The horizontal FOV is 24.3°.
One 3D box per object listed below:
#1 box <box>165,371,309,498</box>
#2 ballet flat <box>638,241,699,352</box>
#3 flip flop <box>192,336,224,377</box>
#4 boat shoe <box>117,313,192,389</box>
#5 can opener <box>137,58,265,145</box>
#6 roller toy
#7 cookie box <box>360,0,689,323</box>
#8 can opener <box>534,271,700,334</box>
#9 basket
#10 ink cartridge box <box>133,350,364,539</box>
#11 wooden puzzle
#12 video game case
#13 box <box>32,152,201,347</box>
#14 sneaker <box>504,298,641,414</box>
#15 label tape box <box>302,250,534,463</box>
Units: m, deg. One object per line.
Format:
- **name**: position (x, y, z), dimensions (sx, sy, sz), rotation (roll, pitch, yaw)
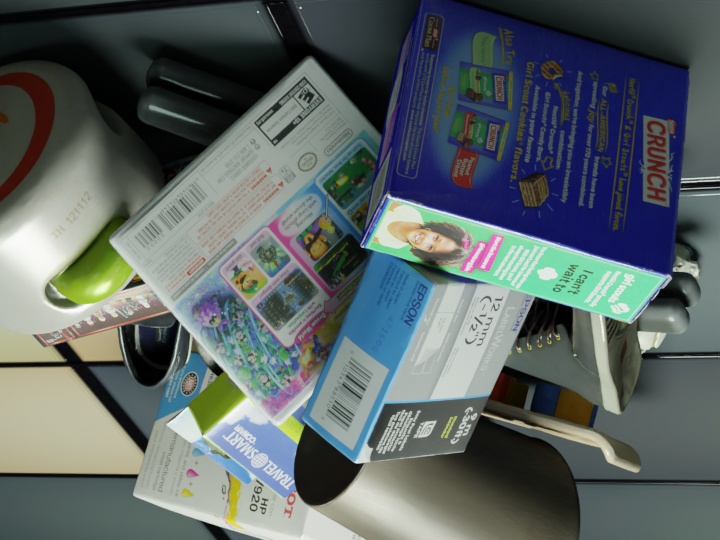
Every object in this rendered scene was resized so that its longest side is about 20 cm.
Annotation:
- **box**: position (-0.046, 0.100, 1.368), dimensions (0.200, 0.048, 0.122), rotation (-41, 132, 5)
- **ballet flat**: position (0.230, 0.050, 1.404), dimensions (0.071, 0.072, 0.200), rotation (15, 147, -6)
- **flip flop**: position (-0.059, 0.059, 1.401), dimensions (0.199, 0.058, 0.081), rotation (15, 117, -35)
- **boat shoe**: position (-0.180, 0.020, 1.451), dimensions (0.074, 0.062, 0.201), rotation (12, 128, 10)
- **can opener**: position (-0.072, -0.098, 1.260), dimensions (0.198, 0.053, 0.066), rotation (21, 148, -15)
- **roller toy**: position (-0.256, -0.059, 1.269), dimensions (0.198, 0.184, 0.140), rotation (-12, 142, 28)
- **cookie box**: position (0.115, -0.076, 1.141), dimensions (0.198, 0.173, 0.075), rotation (16, 151, -7)
- **can opener**: position (0.185, 0.028, 1.356), dimensions (0.199, 0.053, 0.067), rotation (-2, 141, 42)
- **basket**: position (0.057, 0.173, 1.343), dimensions (0.199, 0.181, 0.136), rotation (28, 115, -29)
- **ink cartridge box**: position (-0.076, 0.173, 1.543), dimensions (0.198, 0.149, 0.144), rotation (9, 166, 33)
- **wooden puzzle**: position (0.148, 0.118, 1.467), dimensions (0.198, 0.047, 0.185), rotation (19, 176, 19)
- **video game case**: position (-0.049, -0.022, 1.212), dimensions (0.182, 0.200, 0.024), rotation (48, 171, -6)
- **box**: position (-0.167, -0.023, 1.319), dimensions (0.198, 0.138, 0.040), rotation (-16, 133, 25)
- **sneaker**: position (0.152, 0.042, 1.268), dimensions (0.105, 0.075, 0.201), rotation (16, 153, 20)
- **label tape box**: position (0.064, 0.058, 1.217), dimensions (0.066, 0.144, 0.199), rotation (35, -160, 36)
